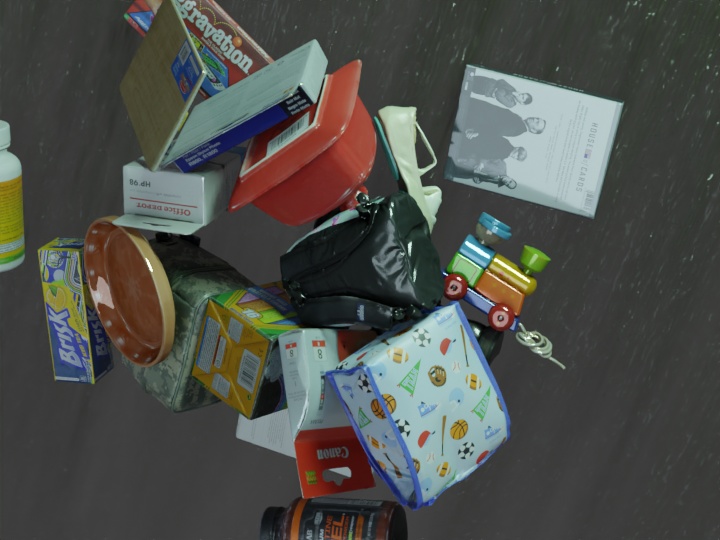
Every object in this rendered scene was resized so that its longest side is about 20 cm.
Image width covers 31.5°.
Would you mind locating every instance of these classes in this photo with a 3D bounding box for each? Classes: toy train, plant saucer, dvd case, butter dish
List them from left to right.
[{"bbox_3d":[-0.295,0.026,1.650,0.200,0.032,0.202,28,128,43],"label":"plant saucer"},{"bbox_3d":[-0.048,-0.133,1.601,0.199,0.200,0.148,-31,117,27],"label":"butter dish"},{"bbox_3d":[0.205,0.022,1.619,0.199,0.085,0.116,33,101,5],"label":"toy train"},{"bbox_3d":[0.212,-0.161,1.580,0.198,0.025,0.152,16,112,12],"label":"dvd case"}]

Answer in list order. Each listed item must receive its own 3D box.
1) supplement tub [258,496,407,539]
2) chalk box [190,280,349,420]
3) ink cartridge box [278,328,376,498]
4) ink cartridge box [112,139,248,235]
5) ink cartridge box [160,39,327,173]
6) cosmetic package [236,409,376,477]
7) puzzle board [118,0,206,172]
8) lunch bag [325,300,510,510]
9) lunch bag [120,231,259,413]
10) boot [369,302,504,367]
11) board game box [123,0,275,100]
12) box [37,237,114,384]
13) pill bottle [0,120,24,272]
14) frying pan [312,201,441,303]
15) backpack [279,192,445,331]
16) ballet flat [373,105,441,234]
[{"bbox_3d":[-0.039,0.373,1.795,0.198,0.107,0.108,-1,107,18],"label":"supplement tub"},{"bbox_3d":[-0.104,0.097,1.687,0.123,0.199,0.126,31,116,32],"label":"chalk box"},{"bbox_3d":[-0.026,0.174,1.595,0.050,0.162,0.202,-18,77,33],"label":"ink cartridge box"},{"bbox_3d":[-0.228,-0.111,1.643,0.115,0.200,0.067,8,110,15],"label":"ink cartridge box"},{"bbox_3d":[-0.139,-0.193,1.572,0.198,0.200,0.041,-26,112,20],"label":"ink cartridge box"},{"bbox_3d":[-0.056,0.203,1.744,0.198,0.108,0.086,19,113,13],"label":"cosmetic package"},{"bbox_3d":[-0.250,-0.239,1.616,0.017,0.201,0.151,15,121,-34],"label":"puzzle board"},{"bbox_3d":[0.078,0.168,1.566,0.201,0.169,0.124,61,153,-8],"label":"lunch bag"},{"bbox_3d":[-0.245,0.066,1.743,0.167,0.139,0.202,31,116,29],"label":"lunch bag"},{"bbox_3d":[0.089,0.108,1.687,0.173,0.069,0.201,26,123,15],"label":"boot"},{"bbox_3d":[-0.210,-0.301,1.674,0.200,0.019,0.103,44,114,0],"label":"board game box"},{"bbox_3d":[-0.408,0.058,1.833,0.069,0.064,0.202,3,109,17],"label":"box"},{"bbox_3d":[-0.531,-0.106,1.793,0.110,0.111,0.202,9,110,15],"label":"pill bottle"},{"bbox_3d":[0.029,-0.034,1.677,0.188,0.031,0.116,16,117,2],"label":"frying pan"},{"bbox_3d":[0.000,0.000,1.595,0.199,0.126,0.169,-18,85,36],"label":"backpack"},{"bbox_3d":[0.071,-0.113,1.624,0.069,0.069,0.202,-10,103,21],"label":"ballet flat"}]
